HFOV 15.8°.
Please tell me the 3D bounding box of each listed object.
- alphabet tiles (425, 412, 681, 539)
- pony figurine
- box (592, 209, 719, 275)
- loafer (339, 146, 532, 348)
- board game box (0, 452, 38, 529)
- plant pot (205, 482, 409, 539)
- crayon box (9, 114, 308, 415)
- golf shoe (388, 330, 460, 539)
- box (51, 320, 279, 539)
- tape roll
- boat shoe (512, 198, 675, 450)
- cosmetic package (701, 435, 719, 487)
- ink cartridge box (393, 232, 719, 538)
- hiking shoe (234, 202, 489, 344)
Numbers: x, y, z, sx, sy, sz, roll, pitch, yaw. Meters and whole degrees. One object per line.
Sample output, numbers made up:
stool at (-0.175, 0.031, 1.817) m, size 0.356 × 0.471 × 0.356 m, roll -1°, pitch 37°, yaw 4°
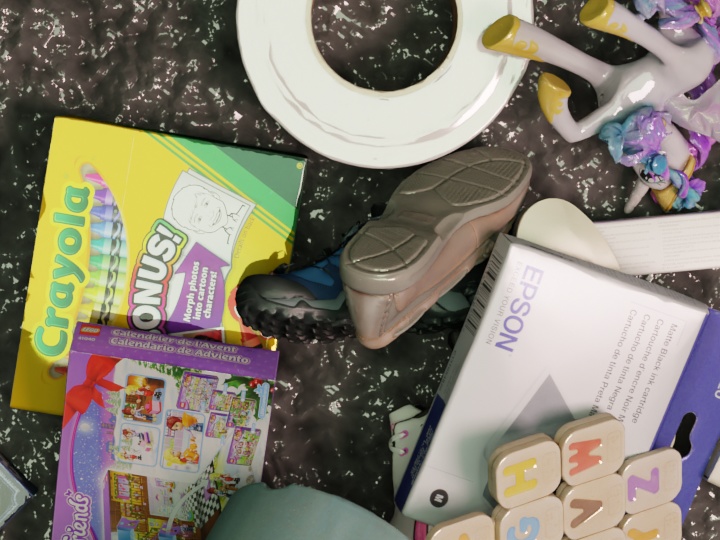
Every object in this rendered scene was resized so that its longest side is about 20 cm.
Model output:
alphabet tiles at (0.130, 0.193, 1.683) m, size 0.195 × 0.015 × 0.201 m, roll -15°, pitch 117°, yaw -25°
pony figurine at (0.208, -0.135, 1.707) m, size 0.193 × 0.167 × 0.200 m, roll -37°, pitch 129°, yaw 16°
box at (0.255, -0.023, 1.773) m, size 0.199 × 0.039 × 0.042 m, roll -6°, pitch 92°, yaw -1°
loafer at (0.047, -0.018, 1.691) m, size 0.072 × 0.200 × 0.063 m, roll 18°, pitch 124°, yaw 26°
board game box at (-0.339, 0.129, 1.774) m, size 0.200 × 0.035 × 0.135 m, roll 45°, pitch 91°, yaw -3°
plant pot at (-0.054, 0.254, 1.643) m, size 0.200 × 0.200 × 0.196 m, roll 26°, pitch 61°, yaw -2°
crayon box at (-0.136, 0.007, 1.757) m, size 0.172 × 0.058 × 0.201 m, roll 9°, pitch 95°, yaw -2°
golf shoe at (0.050, 0.137, 1.767) m, size 0.092 × 0.073 × 0.200 m, roll 32°, pitch 83°, yaw 1°
box at (-0.133, 0.135, 1.733) m, size 0.136 × 0.039 × 0.201 m, roll 9°, pitch 121°, yaw -2°
tape roll at (0.016, -0.169, 1.746) m, size 0.202 × 0.071 × 0.203 m, roll 0°, pitch 93°, yaw -1°
boat shoe at (0.153, 0.039, 1.744) m, size 0.071 × 0.063 × 0.200 m, roll -27°, pitch 106°, yaw 0°
cosmetic package at (0.341, 0.135, 1.768) m, size 0.199 × 0.073 × 0.104 m, roll 23°, pitch 93°, yaw -3°
ink cartridge box at (0.148, 0.099, 1.703) m, size 0.199 × 0.041 × 0.200 m, roll 18°, pitch 100°, yaw -14°
hiking shoe at (0.000, 0.000, 1.736) m, size 0.199 × 0.074 × 0.087 m, roll -2°, pitch 78°, yaw -34°
